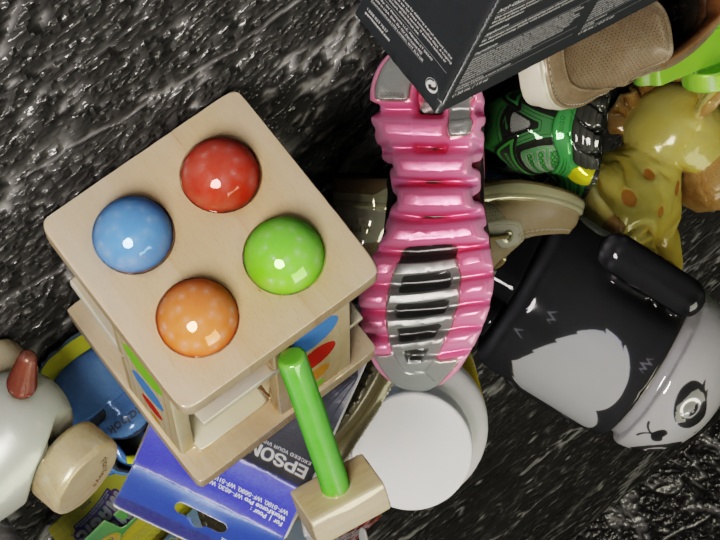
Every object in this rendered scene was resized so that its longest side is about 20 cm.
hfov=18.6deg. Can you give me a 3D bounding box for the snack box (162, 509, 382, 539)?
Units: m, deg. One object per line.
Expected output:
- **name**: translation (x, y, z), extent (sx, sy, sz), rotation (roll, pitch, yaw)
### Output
- **snack box**: translation (-0.099, 0.227, 1.631), extent (0.169, 0.068, 0.200), rotation (-46, 163, 24)

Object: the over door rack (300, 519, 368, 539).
- **over door rack**: translation (-0.076, 0.122, 1.338), extent (0.066, 0.201, 0.148), rotation (-14, 155, -25)

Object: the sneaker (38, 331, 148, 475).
- **sneaker**: translation (-0.148, 0.102, 1.329), extent (0.066, 0.079, 0.200), rotation (-37, 165, -15)

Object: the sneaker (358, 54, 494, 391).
- **sneaker**: translation (0.043, -0.032, 1.274), extent (0.095, 0.078, 0.202), rotation (-24, 119, -82)

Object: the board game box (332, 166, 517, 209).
- **board game box**: translation (0.000, 0.000, 1.462), extent (0.200, 0.037, 0.151), rotation (-23, 157, -48)

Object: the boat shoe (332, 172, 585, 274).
- **boat shoe**: translation (0.062, -0.026, 1.381), extent (0.199, 0.065, 0.072), rotation (0, -176, -43)

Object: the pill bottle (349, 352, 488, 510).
- **pill bottle**: translation (0.033, 0.099, 1.543), extent (0.111, 0.111, 0.200), rotation (-42, -170, 7)

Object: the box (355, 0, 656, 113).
- **box**: translation (0.110, -0.184, 1.143), extent (0.199, 0.079, 0.141), rotation (-29, 164, -33)

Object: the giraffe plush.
- **giraffe plush**: translation (0.212, -0.066, 1.618), extent (0.162, 0.172, 0.200), rotation (-46, 131, -13)

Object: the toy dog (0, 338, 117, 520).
- **toy dog**: translation (-0.212, 0.109, 1.129), extent (0.097, 0.131, 0.201), rotation (94, 18, -55)

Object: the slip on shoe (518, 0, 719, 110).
- **slip on shoe**: translation (0.159, -0.144, 1.337), extent (0.060, 0.077, 0.200), rotation (1, -168, 32)

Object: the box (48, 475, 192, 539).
- **box**: translation (-0.142, 0.164, 1.565), extent (0.117, 0.048, 0.200), rotation (-42, 166, 9)

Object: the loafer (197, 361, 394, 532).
- **loafer**: translation (-0.036, 0.100, 1.429), extent (0.067, 0.076, 0.200), rotation (-8, 143, -55)

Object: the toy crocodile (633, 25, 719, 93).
- **toy crocodile**: translation (0.259, -0.178, 1.541), extent (0.199, 0.062, 0.068), rotation (-28, 121, -30)

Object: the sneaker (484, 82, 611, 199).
- **sneaker**: translation (0.116, -0.093, 1.435), extent (0.200, 0.085, 0.079), rotation (44, 55, -85)

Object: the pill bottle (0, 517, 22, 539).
- **pill bottle**: translation (-0.218, 0.199, 1.204), extent (0.114, 0.200, 0.114), rotation (-36, 164, -12)

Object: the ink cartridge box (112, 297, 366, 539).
- **ink cartridge box**: translation (-0.056, 0.067, 1.256), extent (0.039, 0.099, 0.201), rotation (116, -1, -57)

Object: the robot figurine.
- **robot figurine**: translation (0.157, 0.040, 1.493), extent (0.125, 0.199, 0.150), rotation (-59, -178, 0)

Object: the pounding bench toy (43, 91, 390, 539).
- **pounding bench toy**: translation (-0.053, 0.037, 1.142), extent (0.124, 0.200, 0.156), rotation (-35, 164, -13)
